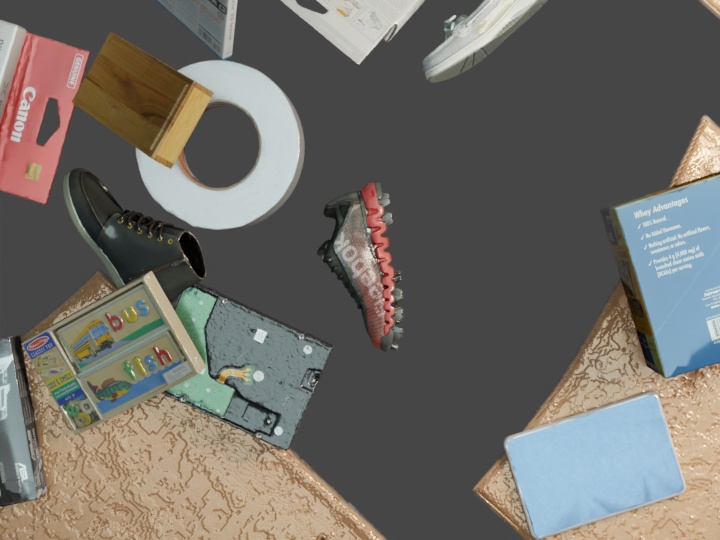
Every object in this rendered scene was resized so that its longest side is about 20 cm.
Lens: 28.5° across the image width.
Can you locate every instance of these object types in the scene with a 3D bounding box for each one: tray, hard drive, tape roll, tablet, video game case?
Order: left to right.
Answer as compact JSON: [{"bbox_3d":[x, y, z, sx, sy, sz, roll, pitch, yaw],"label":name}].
[{"bbox_3d":[-0.259,-0.202,1.655,0.199,0.037,0.099,33,94,44],"label":"tray"},{"bbox_3d":[-0.188,-0.361,1.626,0.018,0.201,0.143,-29,59,-32],"label":"video game case"},{"bbox_3d":[-0.167,-0.149,1.700,0.197,0.066,0.203,0,91,2],"label":"tape roll"},{"bbox_3d":[-0.149,0.114,1.720,0.198,0.038,0.141,24,92,1],"label":"hard drive"},{"bbox_3d":[0.284,0.236,1.716,0.198,0.014,0.132,-18,90,2],"label":"tablet"}]

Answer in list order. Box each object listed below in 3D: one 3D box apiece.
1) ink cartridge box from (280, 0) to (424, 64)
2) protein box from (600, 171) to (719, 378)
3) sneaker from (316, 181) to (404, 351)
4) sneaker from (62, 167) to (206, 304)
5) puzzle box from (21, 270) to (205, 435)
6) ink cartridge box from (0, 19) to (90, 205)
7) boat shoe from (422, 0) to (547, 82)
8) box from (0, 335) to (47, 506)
[{"bbox_3d":[-0.036,-0.341,1.657,0.199,0.044,0.174,39,59,1],"label":"ink cartridge box"},{"bbox_3d":[0.406,-0.005,1.644,0.196,0.135,0.202,-17,91,3],"label":"protein box"},{"bbox_3d":[0.000,0.000,1.694,0.097,0.071,0.203,-9,89,2],"label":"sneaker"},{"bbox_3d":[-0.265,-0.052,1.688,0.106,0.075,0.201,-31,95,24],"label":"sneaker"},{"bbox_3d":[-0.296,0.100,1.691,0.199,0.025,0.134,-27,97,23],"label":"puzzle box"},{"bbox_3d":[-0.442,-0.200,1.722,0.174,0.045,0.202,17,92,3],"label":"ink cartridge box"},{"bbox_3d":[0.147,-0.301,1.682,0.202,0.074,0.065,-41,84,-1],"label":"boat shoe"},{"bbox_3d":[-0.479,0.191,1.729,0.156,0.050,0.203,-9,91,2],"label":"box"}]
